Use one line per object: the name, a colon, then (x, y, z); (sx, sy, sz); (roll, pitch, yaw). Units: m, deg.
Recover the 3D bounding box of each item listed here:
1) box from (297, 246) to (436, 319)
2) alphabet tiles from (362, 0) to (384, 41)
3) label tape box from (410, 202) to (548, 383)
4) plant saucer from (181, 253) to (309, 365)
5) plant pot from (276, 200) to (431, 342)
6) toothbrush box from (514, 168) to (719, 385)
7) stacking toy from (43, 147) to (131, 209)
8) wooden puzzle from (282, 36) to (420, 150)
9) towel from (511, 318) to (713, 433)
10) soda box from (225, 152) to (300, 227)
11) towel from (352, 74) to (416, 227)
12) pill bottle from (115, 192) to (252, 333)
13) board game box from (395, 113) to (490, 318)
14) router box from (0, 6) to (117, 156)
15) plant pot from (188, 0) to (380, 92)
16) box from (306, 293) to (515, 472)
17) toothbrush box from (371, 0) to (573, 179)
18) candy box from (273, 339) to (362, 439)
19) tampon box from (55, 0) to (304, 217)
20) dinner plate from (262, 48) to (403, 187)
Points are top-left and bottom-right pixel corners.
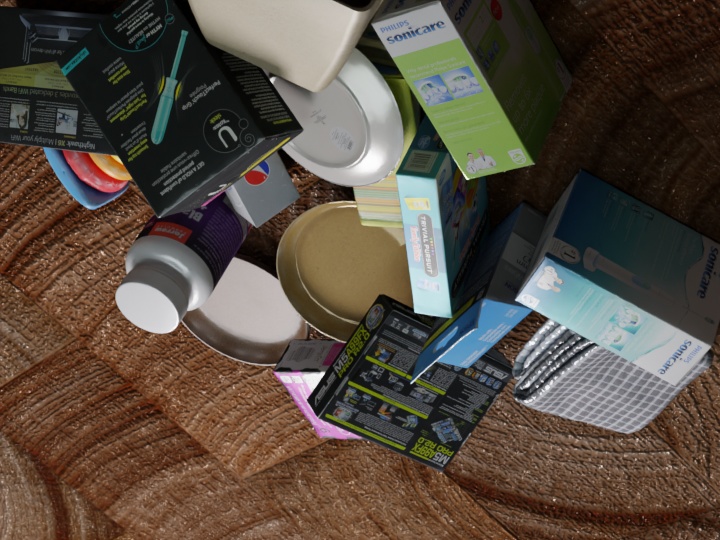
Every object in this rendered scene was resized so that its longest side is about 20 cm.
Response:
box: (0.041, 0.052, 1.884); (0.200, 0.050, 0.158); (31, 139, -3)
alphabet tiles: (0.007, -0.260, 1.620); (0.200, 0.006, 0.166); (31, 138, -4)
label tape box: (0.142, 0.039, 1.703); (0.066, 0.200, 0.143); (32, 139, -9)
plant saucer: (-0.154, 0.044, 1.994); (0.200, 0.032, 0.200); (15, 137, 15)
plant pot: (0.000, 0.000, 1.797); (0.200, 0.027, 0.200); (8, 123, 12)
toothbrush box: (0.287, 0.007, 1.636); (0.200, 0.146, 0.085); (27, 139, -1)
stacking toy: (-0.265, -0.170, 1.798); (0.200, 0.110, 0.116); (-28, 99, 30)
wooden puzzle: (-0.026, -0.180, 1.679); (0.185, 0.046, 0.200); (15, 140, 15)
towel: (0.290, 0.107, 1.752); (0.166, 0.086, 0.200); (17, 141, -19)
soda box: (-0.147, -0.151, 1.749); (0.063, 0.068, 0.200); (37, 159, 54)
towel: (0.027, -0.129, 1.660); (0.086, 0.018, 0.200); (4, 131, 19)
pill bottle: (-0.213, -0.022, 1.829); (0.111, 0.200, 0.111); (14, 137, 14)
board game box: (0.093, -0.073, 1.654); (0.047, 0.151, 0.200); (9, 136, 20)
router box: (-0.330, -0.215, 1.742); (0.200, 0.052, 0.157); (9, 94, 21)
plant pot: (-0.058, -0.297, 1.485); (0.200, 0.200, 0.177); (25, 148, 5)
box: (0.061, 0.135, 1.800); (0.200, 0.044, 0.160); (26, 106, -31)
toothbrush box: (0.114, -0.215, 1.503); (0.086, 0.146, 0.200); (-13, 125, 37)
candy box: (0.008, 0.151, 1.924); (0.200, 0.061, 0.136); (-4, 133, 36)
tampon box: (-0.187, -0.181, 1.597); (0.150, 0.126, 0.200); (-34, 88, 19)
dinner plate: (-0.043, -0.170, 1.633); (0.200, 0.024, 0.200); (24, 139, 23)
